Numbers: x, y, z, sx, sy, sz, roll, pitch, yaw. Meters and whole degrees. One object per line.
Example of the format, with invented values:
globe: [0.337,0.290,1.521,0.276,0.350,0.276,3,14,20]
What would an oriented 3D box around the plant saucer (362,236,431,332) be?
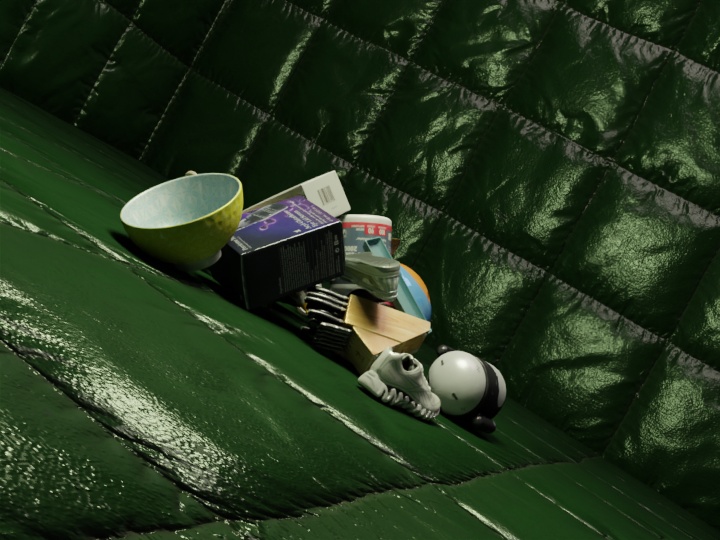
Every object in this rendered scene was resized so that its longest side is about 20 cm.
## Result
plant saucer: [0.065,0.032,1.618,0.202,0.019,0.070,60,25,7]

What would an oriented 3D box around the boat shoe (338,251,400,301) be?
boat shoe: [0.007,0.007,1.544,0.073,0.066,0.201,-8,11,-29]

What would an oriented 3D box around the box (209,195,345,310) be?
box: [-0.146,-0.034,1.513,0.197,0.106,0.147,-20,32,-29]

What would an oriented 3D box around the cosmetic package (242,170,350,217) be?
cosmetic package: [-0.129,-0.114,1.697,0.198,0.107,0.086,-19,-83,45]

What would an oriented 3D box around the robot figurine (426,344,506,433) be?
robot figurine: [0.205,0.227,1.704,0.148,0.127,0.199,18,-6,33]

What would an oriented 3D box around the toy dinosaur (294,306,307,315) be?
toy dinosaur: [-0.165,0.002,1.898,0.198,0.105,0.183,33,-28,15]

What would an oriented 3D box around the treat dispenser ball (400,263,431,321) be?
treat dispenser ball: [0.052,0.081,1.864,0.199,0.203,0.201,30,1,-1]

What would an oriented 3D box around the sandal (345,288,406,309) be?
sandal: [0.036,0.077,1.613,0.045,0.076,0.199,47,19,30]

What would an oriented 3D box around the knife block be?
knife block: [-0.001,0.084,1.521,0.198,0.064,0.176,-19,60,-37]

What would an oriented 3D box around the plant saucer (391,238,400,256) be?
plant saucer: [-0.009,-0.032,1.871,0.196,0.036,0.200,-9,-4,-1]

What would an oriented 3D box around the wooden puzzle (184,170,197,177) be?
wooden puzzle: [-0.265,-0.080,1.726,0.200,0.037,0.186,47,-13,26]

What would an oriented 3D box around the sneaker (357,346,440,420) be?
sneaker: [0.079,0.180,1.404,0.075,0.082,0.199,29,-2,39]

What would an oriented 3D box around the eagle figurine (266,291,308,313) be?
eagle figurine: [-0.133,0.015,1.713,0.148,0.155,0.200,2,10,9]

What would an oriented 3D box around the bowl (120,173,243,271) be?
bowl: [-0.271,-0.064,1.402,0.199,0.197,0.110,32,-41,53]

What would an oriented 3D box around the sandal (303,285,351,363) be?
sandal: [-0.038,0.109,1.586,0.207,0.060,0.079,46,23,18]

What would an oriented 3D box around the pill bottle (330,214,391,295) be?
pill bottle: [0.000,0.000,1.709,0.117,0.205,0.120,1,-3,0]
